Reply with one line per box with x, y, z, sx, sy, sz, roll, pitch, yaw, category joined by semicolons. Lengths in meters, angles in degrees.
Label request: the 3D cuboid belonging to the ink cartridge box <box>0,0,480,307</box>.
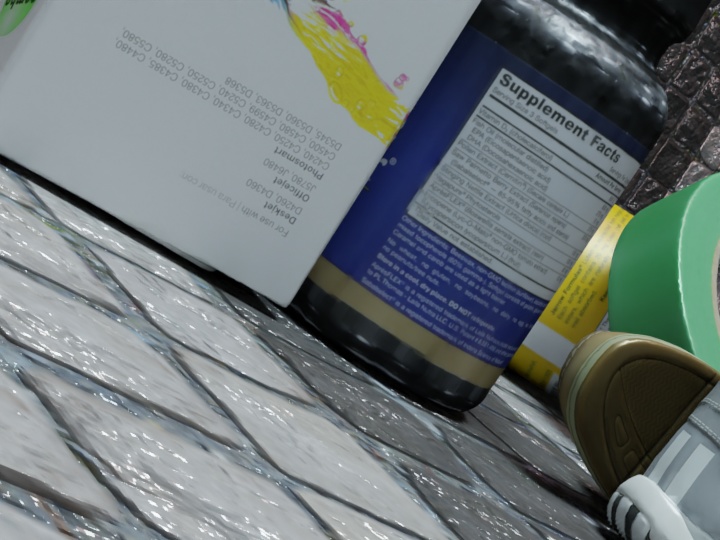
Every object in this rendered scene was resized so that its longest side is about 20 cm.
-0.054;-0.120;0.698;0.146;0.201;0.147;29;7;-28;ink cartridge box

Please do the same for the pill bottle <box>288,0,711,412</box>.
0.055;-0.052;0.736;0.112;0.201;0.112;33;5;-4;pill bottle

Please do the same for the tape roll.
0.210;0.048;0.935;0.200;0.048;0.201;24;53;-37;tape roll

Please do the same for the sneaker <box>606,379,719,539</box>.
0.200;0.099;0.712;0.200;0.116;0.075;30;6;-31;sneaker

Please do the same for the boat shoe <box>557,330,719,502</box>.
0.137;0.083;0.767;0.200;0.074;0.066;42;-5;-38;boat shoe

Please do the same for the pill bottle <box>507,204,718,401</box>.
0.092;-0.006;1.021;0.200;0.111;0.111;33;5;9;pill bottle
